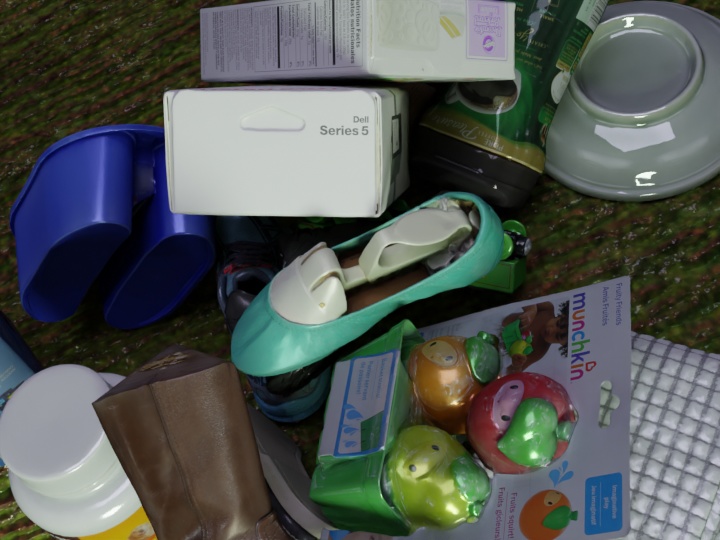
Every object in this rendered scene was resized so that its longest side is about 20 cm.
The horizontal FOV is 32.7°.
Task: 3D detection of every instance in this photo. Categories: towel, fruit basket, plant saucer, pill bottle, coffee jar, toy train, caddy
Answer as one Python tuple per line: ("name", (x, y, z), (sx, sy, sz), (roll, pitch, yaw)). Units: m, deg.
("towel", (0.163, 0.140, 0.809), (0.164, 0.086, 0.201), (15, 63, 21))
("fruit basket", (0.067, 0.090, 0.746), (0.199, 0.094, 0.186), (-19, 41, 31))
("plant saucer", (0.221, -0.152, 0.986), (0.198, 0.050, 0.202), (-7, 58, 12))
("pill bottle", (-0.163, 0.141, 0.825), (0.108, 0.200, 0.110), (-7, 58, 12))
("coffee jar", (0.115, -0.152, 0.954), (0.104, 0.085, 0.202), (23, 95, 21))
("toy train", (0.039, -0.023, 0.955), (0.198, 0.057, 0.042), (12, 24, 26))
("caddy", (-0.192, -0.038, 0.953), (0.140, 0.200, 0.106), (7, 58, -31))

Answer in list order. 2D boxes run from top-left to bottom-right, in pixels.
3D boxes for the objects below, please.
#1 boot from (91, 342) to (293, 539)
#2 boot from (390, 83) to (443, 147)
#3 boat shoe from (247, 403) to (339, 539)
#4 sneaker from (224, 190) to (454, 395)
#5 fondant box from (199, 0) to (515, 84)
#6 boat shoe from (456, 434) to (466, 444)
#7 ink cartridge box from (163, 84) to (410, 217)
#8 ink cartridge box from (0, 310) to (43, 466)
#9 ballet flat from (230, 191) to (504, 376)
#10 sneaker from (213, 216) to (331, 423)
("boot", (-0.049, 0.127, 0.697), (0.185, 0.064, 0.202), (-18, 87, 14))
("boot", (0.045, -0.207, 1.056), (0.154, 0.074, 0.200), (33, 70, 33))
("boat shoe", (-0.076, 0.144, 0.849), (0.063, 0.073, 0.200), (-51, 28, 2))
("sneaker", (-0.009, -0.004, 0.863), (0.200, 0.076, 0.091), (-38, 77, -22))
("fondant box", (-0.005, -0.167, 0.901), (0.199, 0.143, 0.059), (9, 101, 48))
("boat shoe", (0.010, 0.152, 0.860), (0.201, 0.069, 0.056), (-53, 28, -14))
("ink cartridge box", (-0.044, -0.090, 0.880), (0.144, 0.200, 0.085), (1, 99, 8))
("ink cartridge box", (-0.314, 0.045, 0.925), (0.076, 0.200, 0.136), (-38, 58, -10))
("ballet flat", (0.000, 0.000, 0.790), (0.199, 0.071, 0.068), (-24, 56, -8))
("sneaker", (-0.072, 0.011, 0.941), (0.079, 0.096, 0.201), (-22, 57, -2))
